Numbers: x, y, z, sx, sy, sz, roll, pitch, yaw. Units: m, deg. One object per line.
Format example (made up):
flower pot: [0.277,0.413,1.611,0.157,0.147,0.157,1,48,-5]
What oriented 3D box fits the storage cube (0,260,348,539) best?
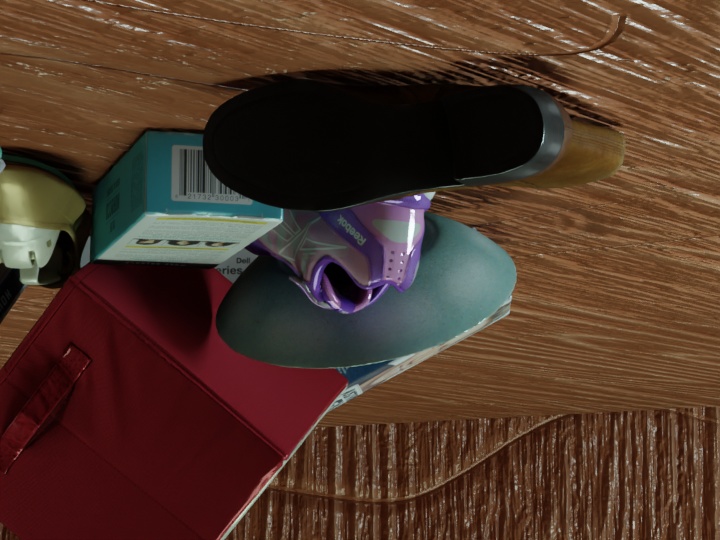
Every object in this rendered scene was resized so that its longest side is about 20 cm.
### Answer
storage cube: [-0.142,0.101,1.581,0.180,0.171,0.200,39,-161,1]

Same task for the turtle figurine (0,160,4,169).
turtle figurine: [-0.261,-0.030,1.270,0.101,0.150,0.200,44,174,2]

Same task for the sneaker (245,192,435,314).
sneaker: [-0.021,-0.017,1.455,0.080,0.089,0.200,1,175,-29]

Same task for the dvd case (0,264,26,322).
dvd case: [-0.322,0.049,1.663,0.150,0.200,0.025,-5,127,33]

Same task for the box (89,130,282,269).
box: [-0.106,-0.039,1.423,0.082,0.049,0.200,3,172,-15]

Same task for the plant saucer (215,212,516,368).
plant saucer: [0.000,0.000,1.548,0.200,0.039,0.201,-10,-156,4]

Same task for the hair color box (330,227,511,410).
hair color box: [0.010,0.047,1.727,0.199,0.061,0.100,-29,172,-1]

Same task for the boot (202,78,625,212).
boot: [0.032,-0.068,1.265,0.187,0.069,0.200,-10,177,16]

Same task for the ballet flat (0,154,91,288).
ballet flat: [-0.199,-0.025,1.470,0.068,0.063,0.200,5,173,6]

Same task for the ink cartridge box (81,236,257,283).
ink cartridge box: [-0.145,0.030,1.809,0.144,0.085,0.200,0,171,-2]
